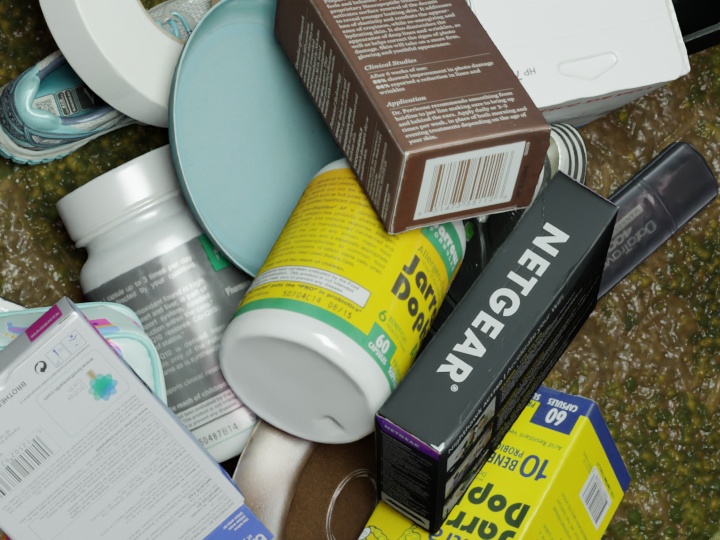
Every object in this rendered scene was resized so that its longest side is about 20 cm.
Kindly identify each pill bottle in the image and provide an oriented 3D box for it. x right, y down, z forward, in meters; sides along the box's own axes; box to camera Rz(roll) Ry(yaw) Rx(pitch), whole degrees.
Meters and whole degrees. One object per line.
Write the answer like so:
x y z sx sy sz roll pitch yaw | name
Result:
-0.116 0.024 1.288 0.113 0.113 0.200 -27 92 -19 | pill bottle
0.000 0.000 1.222 0.113 0.113 0.200 35 54 -10 | pill bottle

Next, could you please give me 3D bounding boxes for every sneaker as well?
0.097 -0.022 1.351 0.115 0.201 0.076 -17 59 -47 | sneaker
-0.153 -0.133 1.310 0.200 0.086 0.078 -32 92 -23 | sneaker

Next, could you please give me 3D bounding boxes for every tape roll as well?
-0.125 -0.194 1.280 0.203 0.037 0.203 14 70 -43 | tape roll

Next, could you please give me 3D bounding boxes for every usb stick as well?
0.185 -0.021 1.431 0.200 0.033 0.056 -40 102 -18 | usb stick

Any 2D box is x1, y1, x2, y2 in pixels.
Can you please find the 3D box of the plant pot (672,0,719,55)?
0.254 -0.254 1.408 0.177 0.199 0.201 -7 84 -29 | plant pot

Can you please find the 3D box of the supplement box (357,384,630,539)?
0.081 0.179 1.298 0.200 0.109 0.110 -59 144 -23 | supplement box

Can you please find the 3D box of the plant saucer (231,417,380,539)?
-0.015 0.155 1.282 0.200 0.032 0.201 -24 121 -48 | plant saucer

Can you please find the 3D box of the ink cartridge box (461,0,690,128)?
0.110 -0.137 1.334 0.146 0.200 0.086 -13 85 -20 | ink cartridge box

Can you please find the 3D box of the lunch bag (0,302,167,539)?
-0.192 0.123 1.212 0.160 0.077 0.200 -9 111 -20 | lunch bag

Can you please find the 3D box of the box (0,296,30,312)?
-0.333 0.062 1.252 0.200 0.044 0.161 24 76 -13 | box

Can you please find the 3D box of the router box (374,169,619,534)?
0.084 0.053 1.218 0.051 0.149 0.200 32 68 15 | router box

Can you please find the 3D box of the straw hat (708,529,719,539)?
0.186 0.231 1.331 0.085 0.201 0.201 27 75 10 | straw hat

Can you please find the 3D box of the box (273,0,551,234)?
0.027 -0.120 1.208 0.100 0.075 0.200 -11 51 -20 | box

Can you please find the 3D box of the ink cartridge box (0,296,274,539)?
-0.156 0.126 1.161 0.119 0.042 0.200 -41 114 -3 | ink cartridge box

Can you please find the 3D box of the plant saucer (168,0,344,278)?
-0.058 -0.084 1.279 0.200 0.027 0.201 12 74 -48 | plant saucer
